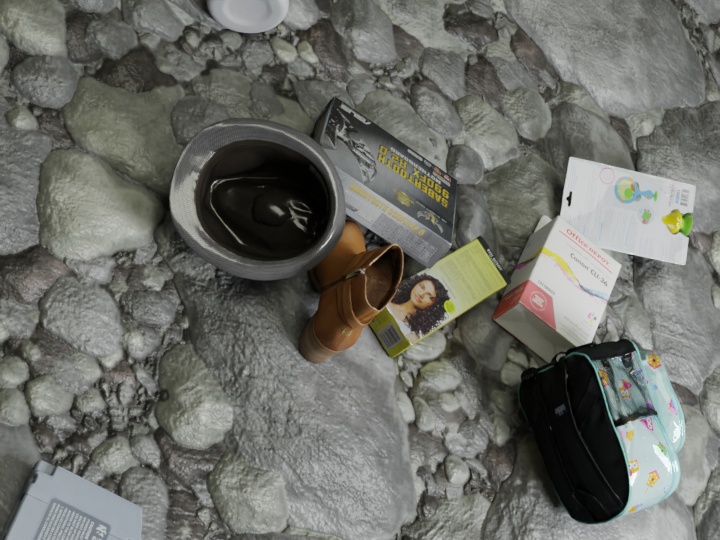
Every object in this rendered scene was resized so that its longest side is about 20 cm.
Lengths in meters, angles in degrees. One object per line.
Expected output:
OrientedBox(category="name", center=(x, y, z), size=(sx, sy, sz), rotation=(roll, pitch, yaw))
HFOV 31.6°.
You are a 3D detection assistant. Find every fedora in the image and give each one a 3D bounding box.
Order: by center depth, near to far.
OrientedBox(category="fedora", center=(-0.115, -0.075, 1.447), size=(0.198, 0.090, 0.179), rotation=(11, 82, -4))

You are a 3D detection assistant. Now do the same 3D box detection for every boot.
OrientedBox(category="boot", center=(0.000, 0.000, 1.457), size=(0.073, 0.155, 0.202), rotation=(23, 55, -20))

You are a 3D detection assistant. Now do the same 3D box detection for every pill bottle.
OrientedBox(category="pill bottle", center=(-0.140, -0.410, 1.619), size=(0.103, 0.104, 0.202), rotation=(14, 59, -26))

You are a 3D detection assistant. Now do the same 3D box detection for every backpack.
OrientedBox(category="backpack", center=(0.297, 0.198, 1.533), size=(0.152, 0.176, 0.202), rotation=(-4, 72, -29))

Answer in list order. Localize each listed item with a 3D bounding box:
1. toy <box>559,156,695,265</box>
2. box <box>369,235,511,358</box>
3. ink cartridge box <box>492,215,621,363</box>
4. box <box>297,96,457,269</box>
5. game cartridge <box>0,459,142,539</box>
OrientedBox(category="toy", center=(0.371, -0.081, 1.799), size=(0.198, 0.047, 0.117), rotation=(11, 85, -10))
OrientedBox(category="box", center=(0.096, 0.031, 1.572), size=(0.199, 0.050, 0.076), rotation=(-30, 84, -40))
OrientedBox(category="ink cartridge box", center=(0.266, 0.013, 1.676), size=(0.116, 0.067, 0.201), rotation=(37, 53, -11))
OrientedBox(category="box", center=(0.026, -0.110, 1.569), size=(0.199, 0.048, 0.159), rotation=(33, 31, -13))
OrientedBox(category="game cartridge", center=(-0.285, 0.294, 1.197), size=(0.133, 0.041, 0.201), rotation=(33, 52, -19))
